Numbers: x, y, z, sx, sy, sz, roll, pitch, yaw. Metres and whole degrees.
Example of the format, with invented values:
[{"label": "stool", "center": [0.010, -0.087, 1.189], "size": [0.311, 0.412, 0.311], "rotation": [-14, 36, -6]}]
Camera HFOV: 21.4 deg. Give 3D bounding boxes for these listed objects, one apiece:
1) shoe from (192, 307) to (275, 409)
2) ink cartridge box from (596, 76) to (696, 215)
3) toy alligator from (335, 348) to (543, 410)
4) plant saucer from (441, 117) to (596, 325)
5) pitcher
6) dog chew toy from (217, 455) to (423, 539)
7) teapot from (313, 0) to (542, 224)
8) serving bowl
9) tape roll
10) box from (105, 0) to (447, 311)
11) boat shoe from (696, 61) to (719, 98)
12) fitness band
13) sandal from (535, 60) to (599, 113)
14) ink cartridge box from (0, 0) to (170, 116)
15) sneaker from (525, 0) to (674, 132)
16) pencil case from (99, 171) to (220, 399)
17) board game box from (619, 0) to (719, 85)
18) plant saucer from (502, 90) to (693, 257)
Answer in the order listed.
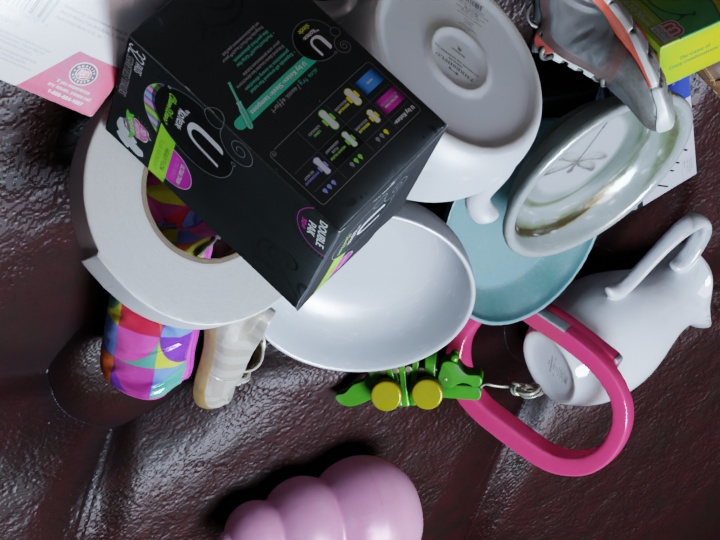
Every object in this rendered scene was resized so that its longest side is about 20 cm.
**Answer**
[{"label": "shoe", "center": [-0.107, 0.071, 1.628], "size": [0.053, 0.070, 0.200], "rotation": [18, 152, 2]}, {"label": "ink cartridge box", "center": [0.256, -0.144, 1.757], "size": [0.094, 0.044, 0.201], "rotation": [-31, 141, -11]}, {"label": "toy alligator", "center": [0.073, 0.096, 1.806], "size": [0.198, 0.059, 0.055], "rotation": [-4, 105, 9]}, {"label": "plant saucer", "center": [0.141, -0.049, 1.738], "size": [0.199, 0.036, 0.201], "rotation": [-20, 124, -32]}, {"label": "pitcher", "center": [0.263, 0.035, 1.883], "size": [0.199, 0.121, 0.172], "rotation": [-28, 144, -25]}, {"label": "dog chew toy", "center": [-0.042, 0.252, 1.863], "size": [0.198, 0.125, 0.125], "rotation": [-9, 134, -21]}, {"label": "teapot", "center": [0.032, -0.132, 1.490], "size": [0.197, 0.201, 0.146], "rotation": [-14, 166, -43]}, {"label": "serving bowl", "center": [0.000, 0.000, 1.653], "size": [0.198, 0.066, 0.201], "rotation": [-1, 136, -1]}, {"label": "tape roll", "center": [-0.123, -0.056, 1.450], "size": [0.201, 0.205, 0.037], "rotation": [-12, 179, -29]}, {"label": "box", "center": [-0.063, -0.101, 1.354], "size": [0.124, 0.200, 0.149], "rotation": [-45, 174, -25]}, {"label": "boat shoe", "center": [0.353, -0.190, 1.768], "size": [0.072, 0.068, 0.200], "rotation": [-44, 141, 8]}, {"label": "fitness band", "center": [0.172, 0.108, 1.825], "size": [0.037, 0.200, 0.144], "rotation": [-30, 152, -55]}, {"label": "sandal", "center": [0.120, -0.138, 1.631], "size": [0.199, 0.075, 0.048], "rotation": [-9, 130, -33]}, {"label": "ink cartridge box", "center": [-0.192, -0.222, 1.299], "size": [0.146, 0.083, 0.200], "rotation": [22, 114, -47]}, {"label": "sneaker", "center": [0.185, -0.190, 1.573], "size": [0.082, 0.201, 0.077], "rotation": [-33, 178, 15]}, {"label": "pencil case", "center": [-0.161, 0.011, 1.550], "size": [0.088, 0.089, 0.201], "rotation": [-11, 137, -29]}, {"label": "board game box", "center": [0.314, -0.240, 1.661], "size": [0.199, 0.102, 0.048], "rotation": [-25, 139, -16]}, {"label": "plant saucer", "center": [0.198, -0.096, 1.674], "size": [0.199, 0.050, 0.201], "rotation": [-28, 154, -15]}]
